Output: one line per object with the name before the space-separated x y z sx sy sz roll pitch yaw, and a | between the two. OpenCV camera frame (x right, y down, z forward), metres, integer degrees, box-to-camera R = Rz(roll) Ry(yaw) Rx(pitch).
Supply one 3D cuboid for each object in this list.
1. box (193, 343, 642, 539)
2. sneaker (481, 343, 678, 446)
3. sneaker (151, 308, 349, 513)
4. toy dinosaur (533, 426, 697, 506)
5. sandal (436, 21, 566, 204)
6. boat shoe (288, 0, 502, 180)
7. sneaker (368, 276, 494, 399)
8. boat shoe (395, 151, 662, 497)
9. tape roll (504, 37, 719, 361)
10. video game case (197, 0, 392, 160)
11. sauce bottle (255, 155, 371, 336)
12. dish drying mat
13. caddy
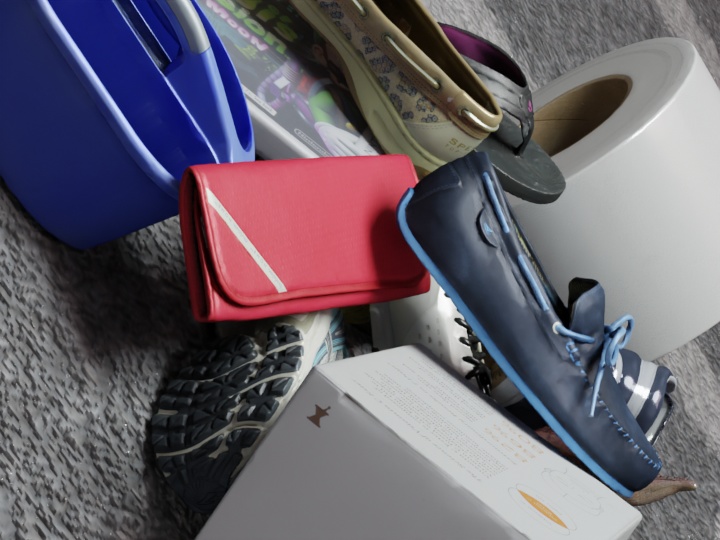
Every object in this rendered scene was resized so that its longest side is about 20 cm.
box | 0.033 0.125 1.147 0.152 0.107 0.200 38 11 12
sneaker | 0.116 0.075 1.389 0.108 0.070 0.200 26 -11 -5
sneaker | -0.041 0.068 1.205 0.087 0.077 0.200 65 26 -24
toy dinosaur | 0.094 0.126 1.328 0.085 0.200 0.136 8 59 -34
sandal | 0.051 -0.120 1.377 0.201 0.048 0.075 48 30 5
boat shoe | 0.010 -0.149 1.317 0.201 0.063 0.073 58 32 6
sneaker | 0.046 0.050 1.308 0.074 0.080 0.201 21 71 -50
boat shoe | 0.100 0.028 1.223 0.200 0.069 0.084 51 5 -14
tape roll | 0.167 -0.042 1.571 0.140 0.202 0.203 57 26 -19
video game case | -0.054 -0.125 1.329 0.200 0.023 0.182 38 27 -3
sauce bottle | 0.000 0.000 1.362 0.200 0.064 0.065 38 35 -47
dish drying mat | -0.022 -0.018 1.189 0.200 0.018 0.077 -7 87 -56
caddy | -0.126 -0.110 1.156 0.201 0.105 0.142 56 25 -18
